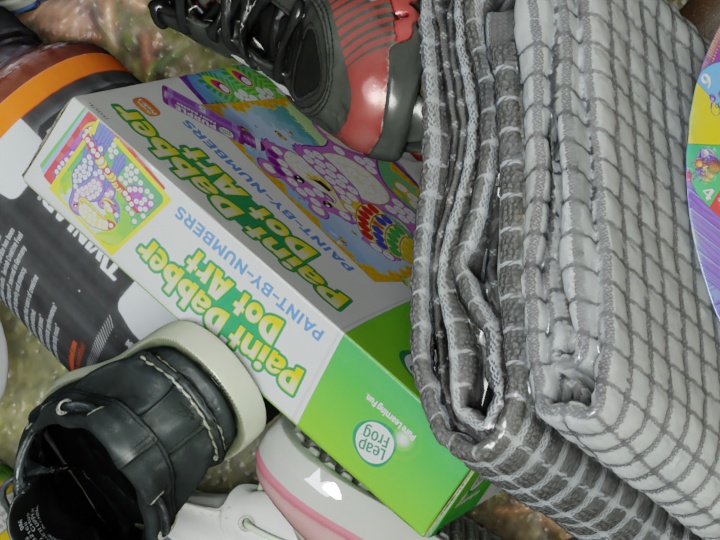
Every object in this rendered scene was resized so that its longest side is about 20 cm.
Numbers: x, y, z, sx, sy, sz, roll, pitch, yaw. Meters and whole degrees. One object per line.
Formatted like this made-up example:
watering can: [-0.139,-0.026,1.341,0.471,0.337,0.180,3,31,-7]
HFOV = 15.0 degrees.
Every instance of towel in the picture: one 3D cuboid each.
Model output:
towel: [0.086,-0.002,0.961,0.085,0.165,0.201,-20,56,29]

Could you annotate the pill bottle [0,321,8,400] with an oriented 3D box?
pill bottle: [-0.246,0.065,1.153,0.199,0.114,0.115,-31,81,31]

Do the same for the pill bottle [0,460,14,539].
pill bottle: [-0.111,0.174,1.129,0.199,0.111,0.112,33,102,16]

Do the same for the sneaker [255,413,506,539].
sneaker: [0.012,0.135,1.016,0.105,0.200,0.075,-48,41,6]

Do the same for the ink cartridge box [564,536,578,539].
ink cartridge box: [0.172,0.129,1.028,0.198,0.109,0.051,2,90,20]

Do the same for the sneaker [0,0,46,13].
sneaker: [-0.122,-0.196,1.135,0.077,0.085,0.201,28,101,10]

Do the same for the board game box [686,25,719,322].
board game box: [0.204,-0.028,0.956,0.039,0.199,0.159,-19,82,57]

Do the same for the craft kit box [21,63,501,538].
craft kit box: [0.000,0.000,1.038,0.200,0.197,0.049,41,116,13]

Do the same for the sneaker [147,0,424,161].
sneaker: [-0.035,-0.106,1.057,0.201,0.097,0.071,-120,38,-47]

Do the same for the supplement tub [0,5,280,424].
supplement tub: [-0.107,-0.020,1.122,0.200,0.107,0.107,43,104,19]

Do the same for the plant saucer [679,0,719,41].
plant saucer: [0.191,-0.035,1.057,0.199,0.037,0.202,0,91,19]

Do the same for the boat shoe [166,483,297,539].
boat shoe: [-0.026,0.114,1.125,0.199,0.074,0.067,26,97,4]

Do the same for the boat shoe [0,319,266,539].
boat shoe: [-0.100,0.081,1.016,0.075,0.066,0.199,52,149,-5]
